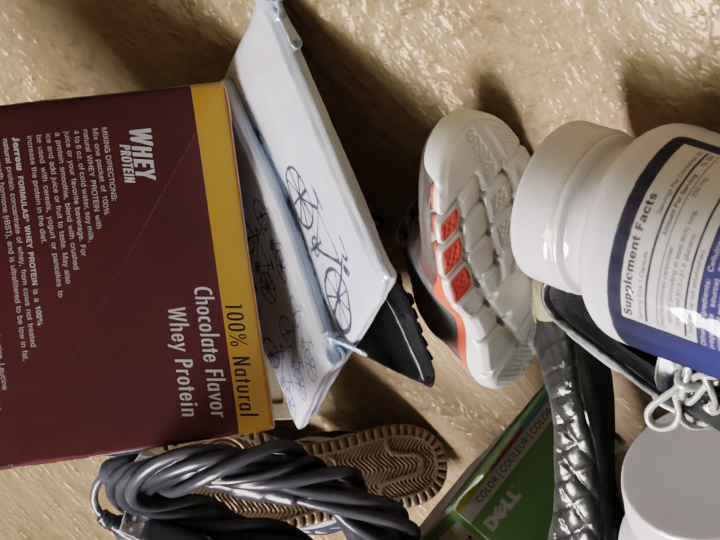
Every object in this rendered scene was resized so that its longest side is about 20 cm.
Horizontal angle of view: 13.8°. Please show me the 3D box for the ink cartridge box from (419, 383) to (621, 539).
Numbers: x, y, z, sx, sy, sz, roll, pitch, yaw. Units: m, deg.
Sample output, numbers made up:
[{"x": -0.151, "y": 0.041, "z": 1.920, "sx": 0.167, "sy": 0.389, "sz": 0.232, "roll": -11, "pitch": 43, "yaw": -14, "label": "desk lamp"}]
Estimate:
[{"x": 0.087, "y": 0.132, "z": 1.714, "sx": 0.059, "sy": 0.104, "sz": 0.200, "roll": 40, "pitch": 152, "yaw": 3, "label": "ink cartridge box"}]

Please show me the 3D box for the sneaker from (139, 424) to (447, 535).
[{"x": -0.057, "y": 0.132, "z": 1.837, "sx": 0.108, "sy": 0.200, "sz": 0.070, "roll": 160, "pitch": 107, "yaw": -66, "label": "sneaker"}]

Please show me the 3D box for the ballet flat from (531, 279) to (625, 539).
[{"x": 0.109, "y": 0.091, "z": 1.608, "sx": 0.057, "sy": 0.066, "sz": 0.200, "roll": -2, "pitch": 105, "yaw": 18, "label": "ballet flat"}]

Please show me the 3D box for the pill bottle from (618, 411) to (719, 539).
[{"x": 0.201, "y": 0.169, "z": 1.609, "sx": 0.116, "sy": 0.116, "sz": 0.200, "roll": 23, "pitch": 147, "yaw": 31, "label": "pill bottle"}]

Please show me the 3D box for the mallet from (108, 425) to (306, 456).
[{"x": -0.099, "y": 0.117, "z": 1.881, "sx": 0.066, "sy": 0.041, "sz": 0.200, "roll": 14, "pitch": -176, "yaw": 38, "label": "mallet"}]

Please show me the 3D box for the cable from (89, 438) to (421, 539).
[{"x": -0.044, "y": 0.136, "z": 1.672, "sx": 0.200, "sy": 0.051, "sz": 0.163, "roll": 22, "pitch": 150, "yaw": -21, "label": "cable"}]

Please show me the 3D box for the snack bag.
[{"x": -0.042, "y": -0.031, "z": 1.638, "sx": 0.189, "sy": 0.021, "sz": 0.200, "roll": 68, "pitch": 157, "yaw": 17, "label": "snack bag"}]

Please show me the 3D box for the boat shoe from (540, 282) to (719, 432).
[{"x": 0.173, "y": 0.046, "z": 1.480, "sx": 0.199, "sy": 0.068, "sz": 0.074, "roll": 39, "pitch": 125, "yaw": 34, "label": "boat shoe"}]

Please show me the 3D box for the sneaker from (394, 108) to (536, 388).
[{"x": 0.045, "y": -0.016, "z": 1.592, "sx": 0.082, "sy": 0.077, "sz": 0.200, "roll": 32, "pitch": 151, "yaw": 32, "label": "sneaker"}]

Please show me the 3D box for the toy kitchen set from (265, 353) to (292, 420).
[{"x": -0.121, "y": 0.009, "z": 1.857, "sx": 0.200, "sy": 0.180, "sz": 0.163, "roll": -3, "pitch": 92, "yaw": 14, "label": "toy kitchen set"}]

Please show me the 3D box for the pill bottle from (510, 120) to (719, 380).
[{"x": 0.173, "y": -0.006, "z": 1.401, "sx": 0.200, "sy": 0.111, "sz": 0.111, "roll": 21, "pitch": 146, "yaw": 34, "label": "pill bottle"}]

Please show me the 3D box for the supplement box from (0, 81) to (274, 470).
[{"x": -0.173, "y": 0.008, "z": 1.664, "sx": 0.133, "sy": 0.200, "sz": 0.197, "roll": 169, "pitch": 93, "yaw": -70, "label": "supplement box"}]

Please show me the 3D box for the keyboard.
[{"x": 0.000, "y": 0.000, "z": 1.673, "sx": 0.104, "sy": 0.040, "sz": 0.200, "roll": 65, "pitch": 166, "yaw": -16, "label": "keyboard"}]
